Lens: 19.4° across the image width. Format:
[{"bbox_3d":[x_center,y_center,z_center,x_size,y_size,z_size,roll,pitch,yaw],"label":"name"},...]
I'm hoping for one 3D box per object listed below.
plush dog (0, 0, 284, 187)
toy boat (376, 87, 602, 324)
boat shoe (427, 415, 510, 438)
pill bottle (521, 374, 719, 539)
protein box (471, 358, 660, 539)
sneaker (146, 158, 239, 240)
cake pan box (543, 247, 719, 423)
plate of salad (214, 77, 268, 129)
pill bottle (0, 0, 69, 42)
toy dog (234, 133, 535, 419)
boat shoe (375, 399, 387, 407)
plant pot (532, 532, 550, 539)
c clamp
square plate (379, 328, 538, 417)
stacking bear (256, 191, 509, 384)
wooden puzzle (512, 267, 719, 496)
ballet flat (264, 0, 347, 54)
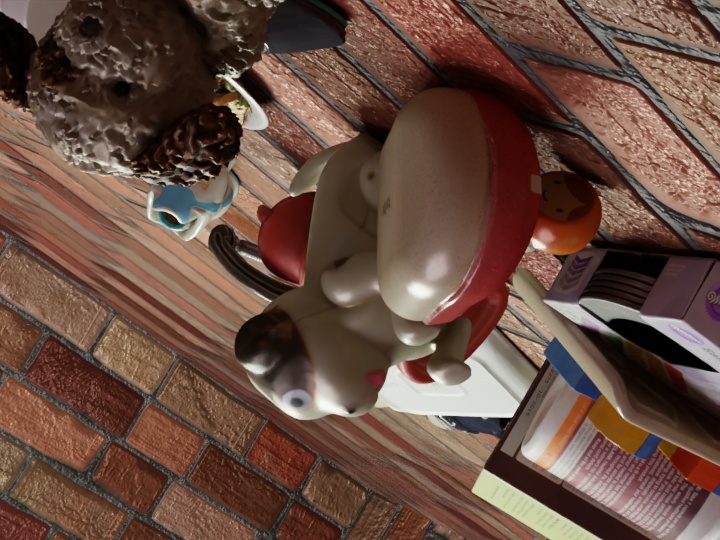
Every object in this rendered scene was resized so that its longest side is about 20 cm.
[{"bbox_3d":[-0.114,-0.131,1.133,0.200,0.172,0.160,26,170,26],"label":"plush dog"},{"bbox_3d":[0.081,-0.037,1.269,0.131,0.131,0.200,1,173,-5],"label":"toy boat"},{"bbox_3d":[0.099,0.116,2.157,0.093,0.075,0.200,11,165,27],"label":"boat shoe"},{"bbox_3d":[0.240,0.149,1.682,0.200,0.114,0.114,31,171,1],"label":"pill bottle"},{"bbox_3d":[0.220,0.178,1.839,0.200,0.135,0.199,31,170,6],"label":"protein box"},{"bbox_3d":[-0.158,-0.071,1.903,0.076,0.081,0.200,29,172,2],"label":"sneaker"},{"bbox_3d":[0.237,0.052,1.376,0.200,0.052,0.184,35,168,-22],"label":"cake pan box"},{"bbox_3d":[-0.159,-0.152,1.568,0.200,0.048,0.200,31,172,5],"label":"plate of salad"},{"bbox_3d":[-0.261,-0.209,1.388,0.200,0.112,0.112,26,170,29],"label":"pill bottle"},{"bbox_3d":[-0.003,0.009,1.444,0.194,0.200,0.140,27,170,23],"label":"toy dog"},{"bbox_3d":[0.019,0.078,2.210,0.065,0.072,0.200,-10,144,15],"label":"boat shoe"},{"bbox_3d":[0.284,0.283,2.034,0.200,0.200,0.180,19,158,52],"label":"plant pot"},{"bbox_3d":[-0.060,0.006,1.821,0.200,0.027,0.171,20,-161,-44],"label":"c clamp"},{"bbox_3d":[0.071,0.097,2.010,0.198,0.028,0.200,-1,153,30],"label":"square plate"},{"bbox_3d":[0.000,0.000,1.708,0.200,0.114,0.121,31,172,34],"label":"stacking bear"},{"bbox_3d":[0.202,0.094,1.500,0.200,0.046,0.185,31,-167,-32],"label":"wooden puzzle"},{"bbox_3d":[-0.107,-0.166,1.256,0.200,0.073,0.073,30,171,3],"label":"ballet flat"}]
